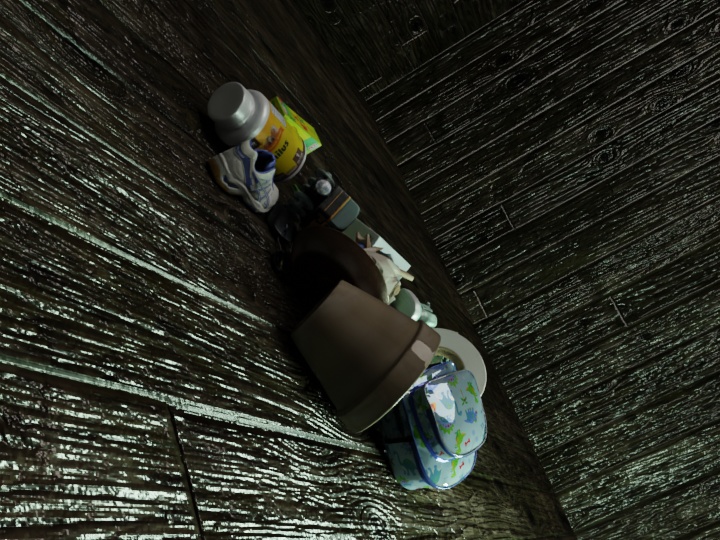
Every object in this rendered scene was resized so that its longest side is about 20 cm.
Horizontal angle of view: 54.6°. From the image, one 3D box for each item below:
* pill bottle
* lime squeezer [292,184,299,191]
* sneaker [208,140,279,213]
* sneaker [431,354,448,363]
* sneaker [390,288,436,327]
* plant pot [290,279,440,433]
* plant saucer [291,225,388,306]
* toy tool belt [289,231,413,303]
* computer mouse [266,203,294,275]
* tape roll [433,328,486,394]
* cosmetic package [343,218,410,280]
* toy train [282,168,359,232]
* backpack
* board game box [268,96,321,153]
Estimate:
[{"bbox_3d":[-0.187,-0.249,1.257,0.200,0.109,0.110,42,22,-56],"label":"pill bottle"},{"bbox_3d":[-0.110,-0.105,1.453,0.070,0.038,0.201,19,33,-23],"label":"lime squeezer"},{"bbox_3d":[-0.170,-0.156,1.176,0.076,0.088,0.200,62,11,14],"label":"sneaker"},{"bbox_3d":[0.138,0.186,1.583,0.074,0.118,0.201,42,23,-56],"label":"sneaker"},{"bbox_3d":[0.128,0.090,1.542,0.118,0.074,0.200,17,-3,-13],"label":"sneaker"},{"bbox_3d":[-0.006,0.114,1.062,0.173,0.200,0.200,44,14,-4],"label":"plant pot"},{"bbox_3d":[-0.045,0.020,1.159,0.037,0.200,0.201,-44,109,-36],"label":"plant saucer"},{"bbox_3d":[-0.014,-0.005,1.248,0.123,0.199,0.126,-21,125,-58],"label":"toy tool belt"},{"bbox_3d":[-0.135,-0.058,1.223,0.059,0.034,0.201,53,15,-36],"label":"computer mouse"},{"bbox_3d":[0.168,0.217,1.481,0.037,0.202,0.204,102,-29,-55],"label":"tape roll"},{"bbox_3d":[0.007,-0.071,1.590,0.200,0.052,0.151,40,2,41],"label":"cosmetic package"},{"bbox_3d":[-0.075,-0.113,1.301,0.114,0.085,0.200,45,-18,-7],"label":"toy train"},{"bbox_3d":[0.125,0.270,1.200,0.182,0.147,0.201,-10,85,-46],"label":"backpack"},{"bbox_3d":[-0.165,-0.279,1.432,0.048,0.101,0.200,65,13,13],"label":"board game box"}]
